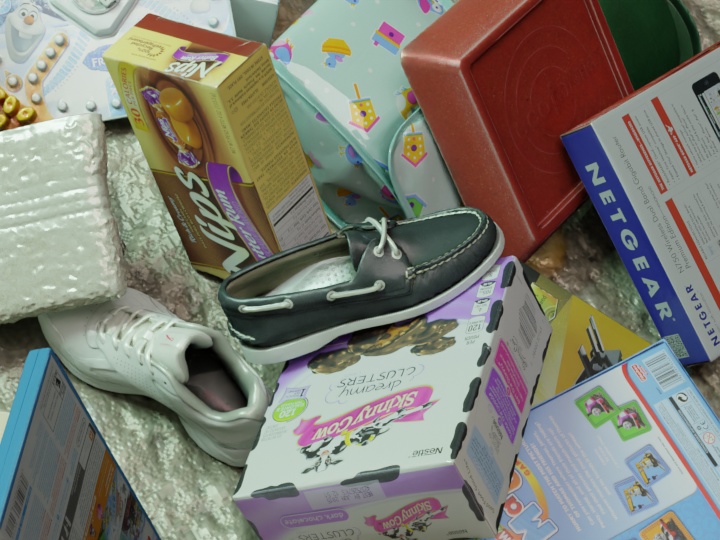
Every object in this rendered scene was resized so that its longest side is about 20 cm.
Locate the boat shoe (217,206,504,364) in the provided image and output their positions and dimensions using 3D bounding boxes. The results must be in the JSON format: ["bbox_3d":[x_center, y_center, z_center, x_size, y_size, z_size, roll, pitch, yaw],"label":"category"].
[{"bbox_3d":[0.000,0.000,1.334,0.198,0.061,0.076,-26,35,0],"label":"boat shoe"}]

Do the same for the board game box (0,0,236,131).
[{"bbox_3d":[-0.201,-0.216,1.486,0.198,0.026,0.202,-10,89,-5],"label":"board game box"}]

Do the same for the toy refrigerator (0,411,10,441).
[{"bbox_3d":[-0.238,0.192,1.213,0.075,0.070,0.202,9,60,-14],"label":"toy refrigerator"}]

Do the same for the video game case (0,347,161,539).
[{"bbox_3d":[-0.176,0.168,1.228,0.018,0.201,0.144,-9,42,16],"label":"video game case"}]

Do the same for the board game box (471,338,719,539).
[{"bbox_3d":[0.166,0.154,1.340,0.199,0.037,0.152,-24,68,-21],"label":"board game box"}]

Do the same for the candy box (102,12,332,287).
[{"bbox_3d":[-0.094,-0.075,1.374,0.116,0.201,0.056,20,51,37],"label":"candy box"}]

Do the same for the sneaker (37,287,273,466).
[{"bbox_3d":[-0.137,0.053,1.364,0.199,0.100,0.078,28,68,7],"label":"sneaker"}]

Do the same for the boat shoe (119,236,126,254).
[{"bbox_3d":[-0.251,-0.059,1.429,0.199,0.072,0.060,28,59,11],"label":"boat shoe"}]

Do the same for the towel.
[{"bbox_3d":[-0.262,-0.026,1.367,0.198,0.034,0.134,-11,85,11],"label":"towel"}]

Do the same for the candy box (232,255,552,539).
[{"bbox_3d":[0.025,0.093,1.315,0.166,0.072,0.201,-12,35,27],"label":"candy box"}]

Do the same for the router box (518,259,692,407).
[{"bbox_3d":[0.123,0.111,1.410,0.156,0.052,0.201,32,59,8],"label":"router box"}]

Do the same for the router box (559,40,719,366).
[{"bbox_3d":[0.271,-0.057,1.491,0.179,0.049,0.201,-29,94,-25],"label":"router box"}]

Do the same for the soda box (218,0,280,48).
[{"bbox_3d":[-0.160,-0.234,1.547,0.198,0.068,0.064,11,60,-5],"label":"soda box"}]

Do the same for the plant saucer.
[{"bbox_3d":[0.137,-0.129,1.481,0.199,0.037,0.201,-43,118,-32],"label":"plant saucer"}]

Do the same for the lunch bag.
[{"bbox_3d":[0.028,-0.119,1.489,0.200,0.122,0.170,44,59,1],"label":"lunch bag"}]

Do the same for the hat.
[{"bbox_3d":[0.201,-0.241,1.555,0.198,0.177,0.167,25,59,5],"label":"hat"}]
